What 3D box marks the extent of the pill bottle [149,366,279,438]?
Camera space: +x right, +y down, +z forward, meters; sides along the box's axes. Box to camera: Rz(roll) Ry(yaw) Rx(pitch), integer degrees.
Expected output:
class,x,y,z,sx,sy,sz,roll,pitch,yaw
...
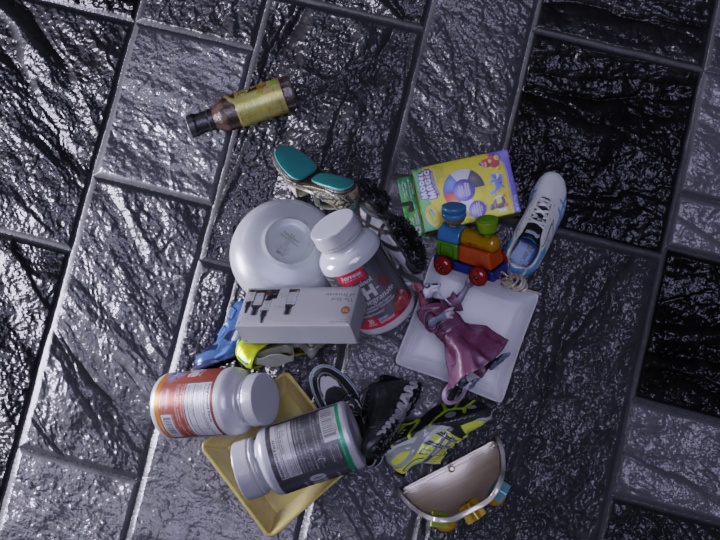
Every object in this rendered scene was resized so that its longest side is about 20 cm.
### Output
class,x,y,z,sx,sy,sz,roll,pitch,yaw
pill bottle,-0.239,0.218,1.544,0.198,0.112,0.113,-8,84,27

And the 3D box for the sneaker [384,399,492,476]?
class,x,y,z,sx,sy,sz,roll,pitch,yaw
sneaker,0.133,0.282,1.589,0.199,0.075,0.077,-22,105,2

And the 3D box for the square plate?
class,x,y,z,sx,sy,sz,roll,pitch,yaw
square plate,0.184,0.101,1.617,0.197,0.028,0.202,20,86,3

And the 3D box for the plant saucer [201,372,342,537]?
class,x,y,z,sx,sy,sz,roll,pitch,yaw
plant saucer,-0.135,0.311,1.586,0.200,0.048,0.200,-41,77,0

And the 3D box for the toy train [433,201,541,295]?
class,x,y,z,sx,sy,sz,roll,pitch,yaw
toy train,0.214,-0.039,1.538,0.199,0.084,0.117,18,126,34

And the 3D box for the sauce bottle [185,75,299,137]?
class,x,y,z,sx,sy,sz,roll,pitch,yaw
sauce bottle,-0.210,-0.285,1.649,0.198,0.065,0.065,-19,84,-2

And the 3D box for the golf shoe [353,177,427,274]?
class,x,y,z,sx,sy,sz,roll,pitch,yaw
golf shoe,0.036,-0.063,1.617,0.094,0.078,0.201,-45,71,30

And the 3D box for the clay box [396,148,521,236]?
class,x,y,z,sx,sy,sz,roll,pitch,yaw
clay box,0.170,-0.133,1.630,0.198,0.048,0.116,-13,85,0

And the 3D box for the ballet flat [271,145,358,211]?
class,x,y,z,sx,sy,sz,roll,pitch,yaw
ballet flat,-0.081,-0.148,1.620,0.199,0.076,0.068,30,50,34

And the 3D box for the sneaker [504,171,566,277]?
class,x,y,z,sx,sy,sz,roll,pitch,yaw
sneaker,0.306,-0.078,1.609,0.071,0.072,0.201,23,84,6

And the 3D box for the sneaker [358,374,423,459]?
class,x,y,z,sx,sy,sz,roll,pitch,yaw
sneaker,0.029,0.237,1.548,0.090,0.200,0.067,21,124,15

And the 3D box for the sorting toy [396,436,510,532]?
class,x,y,z,sx,sy,sz,roll,pitch,yaw
sorting toy,0.168,0.367,1.516,0.199,0.180,0.107,-27,84,0

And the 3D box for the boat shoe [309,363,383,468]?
class,x,y,z,sx,sy,sz,roll,pitch,yaw
boat shoe,-0.020,0.246,1.588,0.072,0.071,0.201,-35,84,-2

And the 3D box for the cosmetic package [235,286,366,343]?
class,x,y,z,sx,sy,sz,roll,pitch,yaw
cosmetic package,-0.096,0.072,1.505,0.198,0.051,0.083,-2,51,18

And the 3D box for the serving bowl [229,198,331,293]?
class,x,y,z,sx,sy,sz,roll,pitch,yaw
serving bowl,-0.124,-0.037,1.593,0.198,0.066,0.202,3,70,-8

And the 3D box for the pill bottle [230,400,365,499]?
class,x,y,z,sx,sy,sz,roll,pitch,yaw
pill bottle,-0.100,0.293,1.502,0.198,0.113,0.114,-19,84,6

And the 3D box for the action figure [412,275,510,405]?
class,x,y,z,sx,sy,sz,roll,pitch,yaw
action figure,0.153,0.098,1.574,0.200,0.134,0.149,48,130,17

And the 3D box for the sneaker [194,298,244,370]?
class,x,y,z,sx,sy,sz,roll,pitch,yaw
sneaker,-0.207,0.100,1.610,0.199,0.074,0.083,-35,86,-10

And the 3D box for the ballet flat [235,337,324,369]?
class,x,y,z,sx,sy,sz,roll,pitch,yaw
ballet flat,-0.112,0.125,1.573,0.199,0.067,0.067,-14,125,-25

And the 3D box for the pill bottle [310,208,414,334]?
class,x,y,z,sx,sy,sz,roll,pitch,yaw
pill bottle,0.000,0.000,1.550,0.110,0.111,0.201,-33,117,-2
